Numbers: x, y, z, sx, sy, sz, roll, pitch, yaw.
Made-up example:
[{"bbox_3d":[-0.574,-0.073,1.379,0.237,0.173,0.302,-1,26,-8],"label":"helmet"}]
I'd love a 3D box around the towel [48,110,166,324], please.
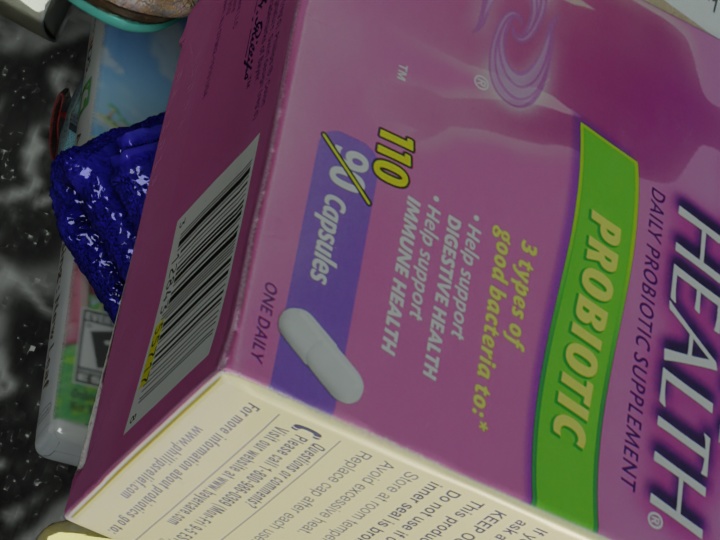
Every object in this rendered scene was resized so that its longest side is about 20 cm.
[{"bbox_3d":[0.016,-0.009,0.765,0.199,0.050,0.148,-25,76,-37],"label":"towel"}]

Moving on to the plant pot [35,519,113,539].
[{"bbox_3d":[-0.024,0.185,0.804,0.194,0.200,0.195,12,90,-3],"label":"plant pot"}]

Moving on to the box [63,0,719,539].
[{"bbox_3d":[0.042,0.012,0.677,0.199,0.097,0.177,25,53,-19],"label":"box"}]

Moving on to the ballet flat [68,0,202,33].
[{"bbox_3d":[-0.044,-0.129,0.799,0.068,0.200,0.068,24,111,0],"label":"ballet flat"}]

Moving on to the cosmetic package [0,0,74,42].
[{"bbox_3d":[-0.172,-0.172,0.847,0.199,0.087,0.104,30,88,-3],"label":"cosmetic package"}]

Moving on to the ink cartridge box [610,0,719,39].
[{"bbox_3d":[0.129,-0.100,0.798,0.199,0.075,0.166,31,58,-27],"label":"ink cartridge box"}]

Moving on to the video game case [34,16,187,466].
[{"bbox_3d":[0.000,0.000,0.795,0.199,0.022,0.183,16,56,-20],"label":"video game case"}]

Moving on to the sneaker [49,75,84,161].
[{"bbox_3d":[-0.024,-0.009,0.878,0.200,0.079,0.096,39,109,-3],"label":"sneaker"}]
